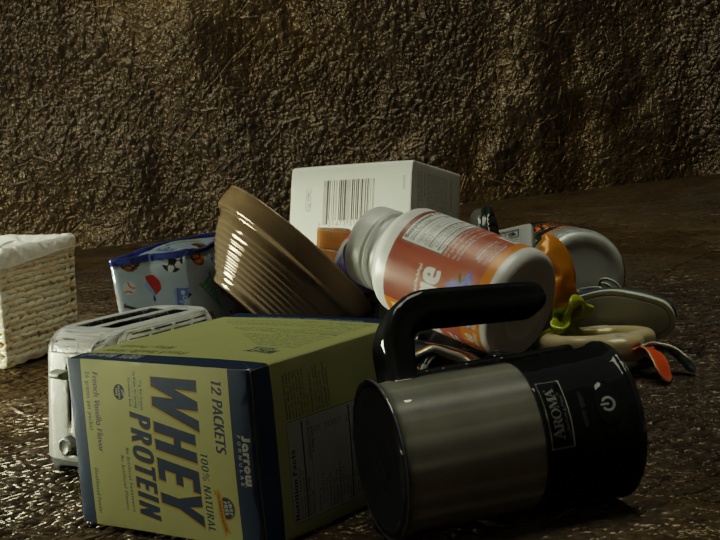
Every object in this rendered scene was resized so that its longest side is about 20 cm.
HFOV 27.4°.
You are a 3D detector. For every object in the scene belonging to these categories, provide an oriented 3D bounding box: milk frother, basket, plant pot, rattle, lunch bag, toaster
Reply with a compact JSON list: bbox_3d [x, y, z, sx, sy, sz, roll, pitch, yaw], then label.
[{"bbox_3d":[0.084,0.124,1.122,0.187,0.181,0.200,-7,-36,-17],"label":"milk frother"},{"bbox_3d":[-0.510,0.041,2.007,0.197,0.162,0.200,-3,7,21],"label":"basket"},{"bbox_3d":[-0.092,0.008,1.582,0.093,0.201,0.201,-49,15,-6],"label":"plant pot"},{"bbox_3d":[0.269,0.038,1.557,0.129,0.144,0.200,12,-5,-17],"label":"rattle"},{"bbox_3d":[-0.185,0.046,1.675,0.123,0.171,0.200,-6,6,13],"label":"lunch bag"},{"bbox_3d":[-0.202,0.107,1.377,0.113,0.130,0.199,2,10,42],"label":"toaster"}]

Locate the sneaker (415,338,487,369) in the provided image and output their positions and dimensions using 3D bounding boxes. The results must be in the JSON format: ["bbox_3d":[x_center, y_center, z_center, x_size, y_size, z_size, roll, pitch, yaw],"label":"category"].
[{"bbox_3d":[0.040,0.102,1.437,0.199,0.079,0.079,-1,2,20],"label":"sneaker"}]

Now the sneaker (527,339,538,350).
[{"bbox_3d":[0.120,0.060,1.651,0.199,0.067,0.091,-1,38,41],"label":"sneaker"}]

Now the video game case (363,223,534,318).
[{"bbox_3d":[0.100,0.013,1.670,0.199,0.023,0.182,-12,24,12],"label":"video game case"}]

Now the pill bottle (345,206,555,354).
[{"bbox_3d":[0.084,0.004,1.465,0.199,0.113,0.112,22,23,37],"label":"pill bottle"}]

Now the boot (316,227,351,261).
[{"bbox_3d":[-0.047,0.025,1.798,0.199,0.156,0.074,-6,6,-11],"label":"boot"}]

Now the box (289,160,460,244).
[{"bbox_3d":[0.017,-0.036,1.968,0.198,0.201,0.130,-2,-7,34],"label":"box"}]

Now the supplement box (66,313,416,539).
[{"bbox_3d":[-0.088,0.118,1.170,0.199,0.135,0.199,0,9,38],"label":"supplement box"}]

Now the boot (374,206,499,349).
[{"bbox_3d":[0.078,0.026,1.559,0.131,0.201,0.070,1,-19,20],"label":"boot"}]

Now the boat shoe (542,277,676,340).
[{"bbox_3d":[0.275,0.051,1.700,0.199,0.075,0.062,-11,13,37],"label":"boat shoe"}]

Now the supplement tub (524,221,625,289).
[{"bbox_3d":[0.250,0.001,1.901,0.122,0.123,0.200,-7,7,-13],"label":"supplement tub"}]

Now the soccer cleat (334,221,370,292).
[{"bbox_3d":[0.000,0.000,1.647,0.068,0.073,0.200,31,12,-6],"label":"soccer cleat"}]
